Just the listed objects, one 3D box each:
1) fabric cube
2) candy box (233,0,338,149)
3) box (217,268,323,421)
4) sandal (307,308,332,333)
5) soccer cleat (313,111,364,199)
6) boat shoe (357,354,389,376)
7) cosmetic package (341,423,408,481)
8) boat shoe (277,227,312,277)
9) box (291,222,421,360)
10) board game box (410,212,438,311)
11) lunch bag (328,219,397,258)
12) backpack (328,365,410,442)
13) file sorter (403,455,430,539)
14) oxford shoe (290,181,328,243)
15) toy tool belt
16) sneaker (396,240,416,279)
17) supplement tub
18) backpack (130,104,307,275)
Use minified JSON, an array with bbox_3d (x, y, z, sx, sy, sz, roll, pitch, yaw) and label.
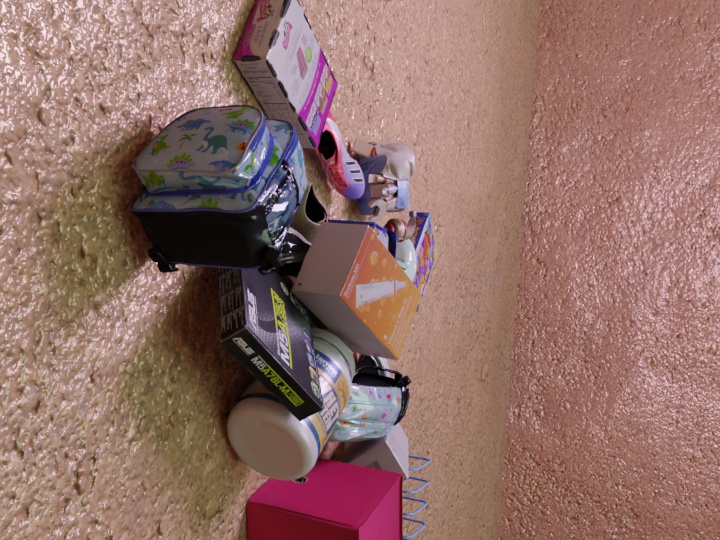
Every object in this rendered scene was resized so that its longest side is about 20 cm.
[{"bbox_3d":[-0.052,0.443,1.180,0.196,0.195,0.205,-22,113,-64],"label":"fabric cube"},{"bbox_3d":[-0.108,-0.302,1.107,0.201,0.060,0.139,59,41,-55],"label":"candy box"},{"bbox_3d":[-0.124,0.072,0.985,0.194,0.047,0.202,57,12,-39],"label":"box"},{"bbox_3d":[-0.066,0.109,1.240,0.201,0.079,0.055,70,9,-52],"label":"sandal"},{"bbox_3d":[-0.045,-0.190,1.260,0.077,0.065,0.202,-90,161,-46],"label":"soccer cleat"},{"bbox_3d":[0.018,0.256,1.498,0.066,0.068,0.204,-47,143,-58],"label":"boat shoe"},{"bbox_3d":[0.030,0.347,1.379,0.086,0.106,0.200,58,8,-3],"label":"cosmetic package"},{"bbox_3d":[-0.079,-0.003,1.163,0.199,0.071,0.069,26,36,-51],"label":"boat shoe"},{"bbox_3d":[-0.001,0.035,1.136,0.200,0.096,0.126,48,56,-45],"label":"box"},{"bbox_3d":[0.134,-0.023,1.756,0.136,0.044,0.202,70,32,-44],"label":"board game box"},{"bbox_3d":[0.000,0.000,1.344,0.200,0.121,0.174,20,77,-77],"label":"lunch bag"},{"bbox_3d":[-0.019,0.238,1.288,0.198,0.164,0.130,13,70,-55],"label":"backpack"},{"bbox_3d":[0.079,0.518,1.605,0.138,0.120,0.205,10,85,-66],"label":"file sorter"},{"bbox_3d":[-0.086,-0.065,1.177,0.202,0.073,0.071,70,32,-47],"label":"oxford shoe"},{"bbox_3d":[0.034,-0.156,1.437,0.121,0.124,0.205,-4,95,-35],"label":"toy tool belt"},{"bbox_3d":[0.070,0.004,1.560,0.118,0.072,0.204,58,43,-64],"label":"sneaker"},{"bbox_3d":[-0.098,0.197,1.099,0.201,0.142,0.147,-57,143,-50],"label":"supplement tub"},{"bbox_3d":[-0.158,-0.111,0.862,0.202,0.179,0.149,-67,152,-49],"label":"backpack"}]
